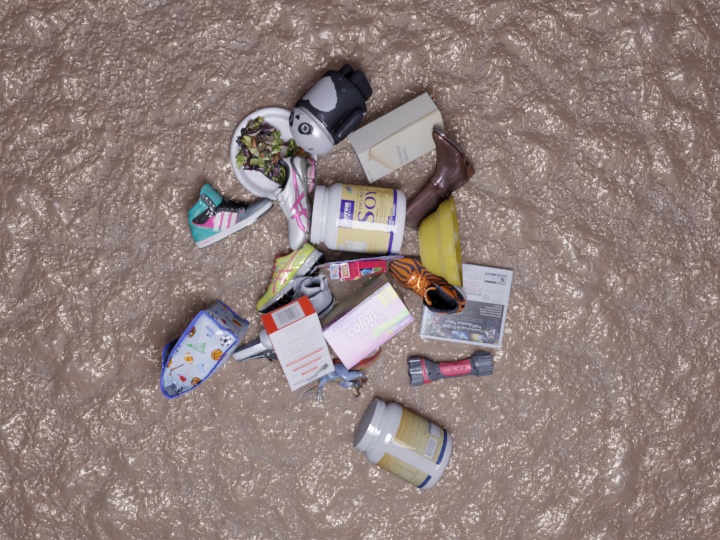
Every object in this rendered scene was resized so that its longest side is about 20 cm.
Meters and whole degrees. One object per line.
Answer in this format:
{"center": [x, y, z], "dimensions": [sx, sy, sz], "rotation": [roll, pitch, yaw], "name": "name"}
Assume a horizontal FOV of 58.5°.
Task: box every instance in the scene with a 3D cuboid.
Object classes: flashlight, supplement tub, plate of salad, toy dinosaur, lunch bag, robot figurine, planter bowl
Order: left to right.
{"center": [-0.355, 0.178, 1.418], "dimensions": [0.123, 0.170, 0.201], "rotation": [37, 95, -2], "name": "lunch bag"}
{"center": [-0.195, -0.260, 1.433], "dimensions": [0.195, 0.048, 0.205], "rotation": [0, 97, -1], "name": "plate of salad"}
{"center": [-0.075, 0.240, 1.500], "dimensions": [0.179, 0.106, 0.202], "rotation": [28, 61, 5], "name": "toy dinosaur"}
{"center": [-0.066, -0.345, 1.379], "dimensions": [0.125, 0.150, 0.200], "rotation": [44, 86, -13], "name": "robot figurine"}
{"center": [-0.005, -0.113, 1.406], "dimensions": [0.195, 0.145, 0.149], "rotation": [6, 97, -3], "name": "supplement tub"}
{"center": [0.095, 0.392, 1.468], "dimensions": [0.197, 0.144, 0.146], "rotation": [29, 95, -5], "name": "supplement tub"}
{"center": [0.172, -0.057, 1.398], "dimensions": [0.082, 0.200, 0.205], "rotation": [-6, 97, 13], "name": "planter bowl"}
{"center": [0.208, 0.224, 1.490], "dimensions": [0.195, 0.068, 0.070], "rotation": [-8, 102, 1], "name": "flashlight"}

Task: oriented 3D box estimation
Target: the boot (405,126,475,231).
{"center": [0.147, -0.188, 1.406], "dimensions": [0.200, 0.064, 0.186], "rotation": [-46, 135, 5], "name": "boot"}

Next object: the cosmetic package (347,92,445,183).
{"center": [0.081, -0.288, 1.401], "dimensions": [0.197, 0.104, 0.074], "rotation": [-29, 56, 2], "name": "cosmetic package"}

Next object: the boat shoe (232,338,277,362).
{"center": [-0.195, 0.177, 1.474], "dimensions": [0.196, 0.069, 0.058], "rotation": [-20, 97, -1], "name": "boat shoe"}

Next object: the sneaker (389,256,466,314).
{"center": [0.142, 0.030, 1.423], "dimensions": [0.198, 0.112, 0.079], "rotation": [28, 102, 16], "name": "sneaker"}

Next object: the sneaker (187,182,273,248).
{"center": [-0.302, -0.145, 1.430], "dimensions": [0.197, 0.084, 0.122], "rotation": [-26, 106, 3], "name": "sneaker"}

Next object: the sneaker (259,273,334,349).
{"center": [-0.144, 0.084, 1.413], "dimensions": [0.198, 0.116, 0.075], "rotation": [-35, 61, -20], "name": "sneaker"}

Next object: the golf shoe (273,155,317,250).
{"center": [-0.148, -0.146, 1.400], "dimensions": [0.090, 0.072, 0.205], "rotation": [3, 94, -17], "name": "golf shoe"}

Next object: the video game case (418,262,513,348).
{"center": [0.245, 0.077, 1.497], "dimensions": [0.195, 0.023, 0.186], "rotation": [8, 96, -3], "name": "video game case"}

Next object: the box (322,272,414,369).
{"center": [0.013, 0.102, 1.404], "dimensions": [0.175, 0.200, 0.097], "rotation": [-36, 96, 2], "name": "box"}

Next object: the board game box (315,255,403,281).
{"center": [0.000, 0.000, 1.410], "dimensions": [0.195, 0.158, 0.040], "rotation": [-6, 87, -1], "name": "board game box"}

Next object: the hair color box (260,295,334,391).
{"center": [-0.132, 0.159, 1.383], "dimensions": [0.109, 0.064, 0.202], "rotation": [-24, 135, -12], "name": "hair color box"}

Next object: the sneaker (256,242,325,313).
{"center": [-0.171, 0.012, 1.458], "dimensions": [0.200, 0.078, 0.090], "rotation": [-46, 76, 3], "name": "sneaker"}
